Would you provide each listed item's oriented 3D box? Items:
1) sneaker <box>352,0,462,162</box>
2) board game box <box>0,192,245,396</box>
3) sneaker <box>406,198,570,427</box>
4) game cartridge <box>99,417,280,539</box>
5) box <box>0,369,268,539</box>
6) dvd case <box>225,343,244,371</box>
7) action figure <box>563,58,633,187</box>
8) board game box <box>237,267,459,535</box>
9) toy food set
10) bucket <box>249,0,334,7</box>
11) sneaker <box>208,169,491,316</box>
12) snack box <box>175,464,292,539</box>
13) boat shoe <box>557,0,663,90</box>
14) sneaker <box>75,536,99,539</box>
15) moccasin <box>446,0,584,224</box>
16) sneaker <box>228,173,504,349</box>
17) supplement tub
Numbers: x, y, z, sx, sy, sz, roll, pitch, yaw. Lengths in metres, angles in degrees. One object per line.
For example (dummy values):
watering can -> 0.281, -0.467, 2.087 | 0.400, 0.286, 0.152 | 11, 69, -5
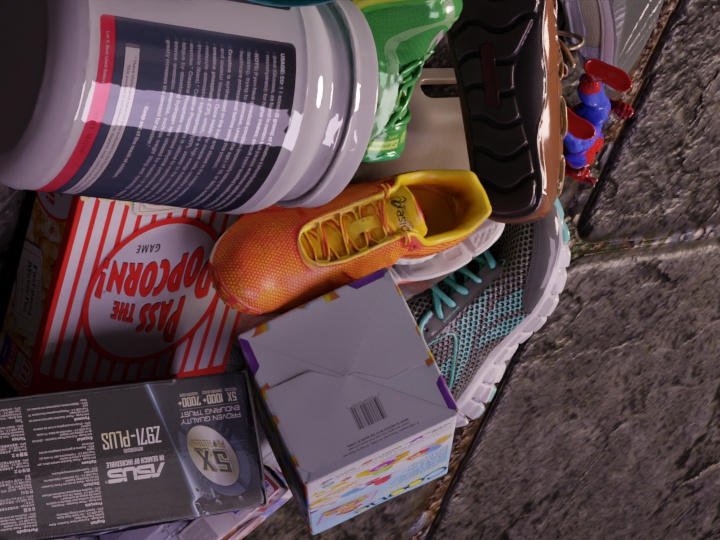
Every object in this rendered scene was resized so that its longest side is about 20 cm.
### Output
sneaker -> 0.012, -0.112, 1.591 | 0.074, 0.084, 0.200 | -16, 161, -35
board game box -> -0.131, -0.023, 1.594 | 0.151, 0.046, 0.200 | -6, 124, -39
sneaker -> 0.069, 0.023, 1.761 | 0.091, 0.078, 0.200 | 8, 121, -33
game cartridge -> -0.094, 0.137, 1.804 | 0.200, 0.040, 0.133 | -39, 171, -9
box -> -0.183, 0.120, 1.575 | 0.200, 0.086, 0.164 | -5, 174, -30
dvd case -> -0.140, 0.071, 1.732 | 0.150, 0.025, 0.200 | -38, 147, -12
action figure -> 0.155, -0.096, 1.799 | 0.065, 0.052, 0.200 | -58, 177, -5
board game box -> -0.008, 0.086, 1.644 | 0.105, 0.103, 0.200 | -24, 167, -6
toy food set -> 0.030, -0.050, 1.766 | 0.143, 0.060, 0.200 | -3, 128, -31
bucket -> -0.045, -0.242, 1.343 | 0.207, 0.207, 0.135 | -51, 151, 9
sneaker -> -0.008, -0.027, 1.596 | 0.200, 0.073, 0.077 | -22, 173, -36
snack box -> -0.081, 0.161, 1.740 | 0.072, 0.024, 0.200 | -41, 175, -2
boat shoe -> 0.158, -0.195, 1.742 | 0.074, 0.065, 0.202 | -56, 156, -18
sneaker -> -0.240, 0.198, 1.688 | 0.200, 0.075, 0.115 | -29, 154, -37
moccasin -> 0.102, -0.132, 1.670 | 0.074, 0.202, 0.078 | -9, -178, 21
sneaker -> 0.000, 0.000, 1.710 | 0.200, 0.077, 0.082 | -24, 160, -7
supplement tub -> -0.106, -0.105, 1.435 | 0.200, 0.140, 0.141 | 6, 123, -32
